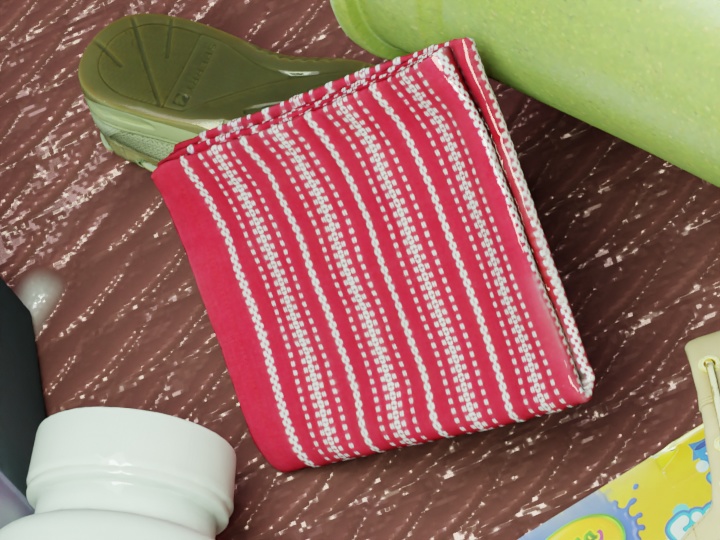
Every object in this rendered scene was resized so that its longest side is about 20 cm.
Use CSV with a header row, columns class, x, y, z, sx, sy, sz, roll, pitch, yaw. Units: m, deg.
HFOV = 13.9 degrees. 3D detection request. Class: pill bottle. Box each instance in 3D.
class,x,y,z,sx,sy,sz,roll,pitch,yaw
pill bottle,-0.100,0.160,1.140,0.110,0.111,0.201,-1,65,16

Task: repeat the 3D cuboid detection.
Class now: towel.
class,x,y,z,sx,sy,sz,roll,pitch,yaw
towel,0.000,0.000,1.141,0.022,0.200,0.145,-22,93,-38

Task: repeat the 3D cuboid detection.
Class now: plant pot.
class,x,y,z,sx,sy,sz,roll,pitch,yaw
plant pot,0.121,-0.122,1.096,0.184,0.201,0.201,36,79,25

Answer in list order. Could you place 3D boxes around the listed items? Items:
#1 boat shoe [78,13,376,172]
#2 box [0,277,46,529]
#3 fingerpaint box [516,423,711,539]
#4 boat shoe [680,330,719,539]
class,x,y,z,sx,sy,sz,roll,pitch,yaw
boat shoe,-0.027,-0.048,1.258,0.200,0.063,0.073,18,59,17
box,-0.248,0.054,1.186,0.197,0.200,0.124,-19,60,8
fingerpaint box,0.171,0.133,1.092,0.199,0.073,0.167,-32,61,-2
boat shoe,0.140,0.107,1.034,0.069,0.074,0.201,-5,54,15
